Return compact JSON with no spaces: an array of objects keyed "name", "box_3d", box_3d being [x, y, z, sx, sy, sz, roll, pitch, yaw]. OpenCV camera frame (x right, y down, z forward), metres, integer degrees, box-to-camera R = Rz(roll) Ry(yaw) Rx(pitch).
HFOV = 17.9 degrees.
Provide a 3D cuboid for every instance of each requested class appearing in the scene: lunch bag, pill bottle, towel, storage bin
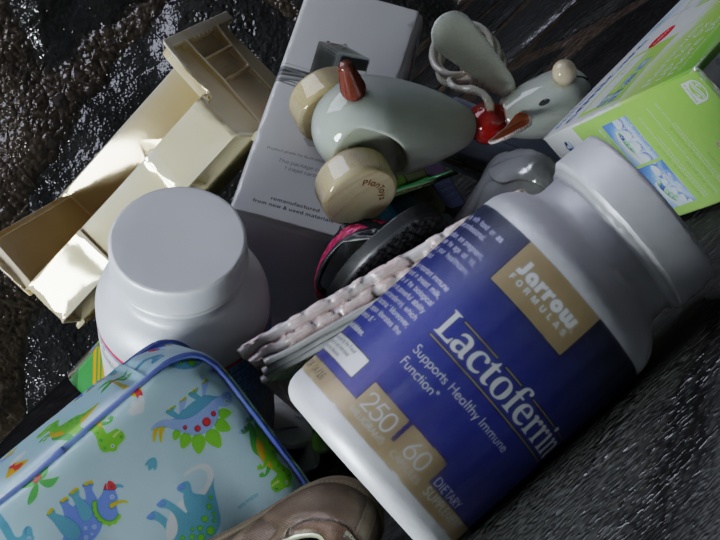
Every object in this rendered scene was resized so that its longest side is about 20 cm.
[{"name":"lunch bag","box_3d":[-0.132,0.153,1.311,0.200,0.161,0.082,-40,16,-13]},{"name":"pill bottle","box_3d":[0.071,0.034,1.131,0.200,0.116,0.116,-42,8,-3]},{"name":"towel","box_3d":[0.031,0.024,1.397,0.199,0.032,0.191,-29,-12,3]},{"name":"pill bottle","box_3d":[-0.108,0.042,1.421,0.109,0.109,0.200,-46,-25,-29]},{"name":"storage bin","box_3d":[-0.152,-0.073,1.641,0.200,0.094,0.199,-45,1,16]}]

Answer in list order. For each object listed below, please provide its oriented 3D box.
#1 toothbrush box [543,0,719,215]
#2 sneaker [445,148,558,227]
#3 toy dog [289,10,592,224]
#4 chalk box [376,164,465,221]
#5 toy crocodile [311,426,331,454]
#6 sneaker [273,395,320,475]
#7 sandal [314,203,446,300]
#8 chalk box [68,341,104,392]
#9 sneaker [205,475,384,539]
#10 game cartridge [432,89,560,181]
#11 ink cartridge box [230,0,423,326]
[{"name":"toothbrush box","box_3d":[0.218,-0.112,1.337,0.146,0.086,0.200,-45,7,-19]},{"name":"sneaker","box_3d":[0.079,-0.003,1.522,0.200,0.078,0.100,-47,8,49]},{"name":"toy dog","box_3d":[0.047,-0.109,1.412,0.200,0.132,0.097,-31,-30,-26]},{"name":"chalk box","box_3d":[0.000,-0.038,1.764,0.200,0.124,0.125,-37,-9,37]},{"name":"toy crocodile","box_3d":[0.038,0.065,1.358,0.067,0.062,0.200,-14,-17,-45]},{"name":"sneaker","box_3d":[-0.108,0.158,1.516,0.200,0.075,0.087,-44,17,-2]},{"name":"sandal","box_3d":[0.000,0.000,1.411,0.075,0.045,0.200,-23,-14,-19]},{"name":"chalk box","box_3d":[-0.098,0.046,1.656,0.125,0.124,0.200,-45,2,-40]},{"name":"sneaker","box_3d":[-0.074,0.181,1.210,0.200,0.070,0.076,-40,9,17]},{"name":"game cartridge","box_3d":[0.095,-0.083,1.613,0.042,0.133,0.200,-64,3,-1]},{"name":"ink cartridge box","box_3d":[-0.027,-0.067,1.527,0.147,0.082,0.201,101,-175,-55]}]
